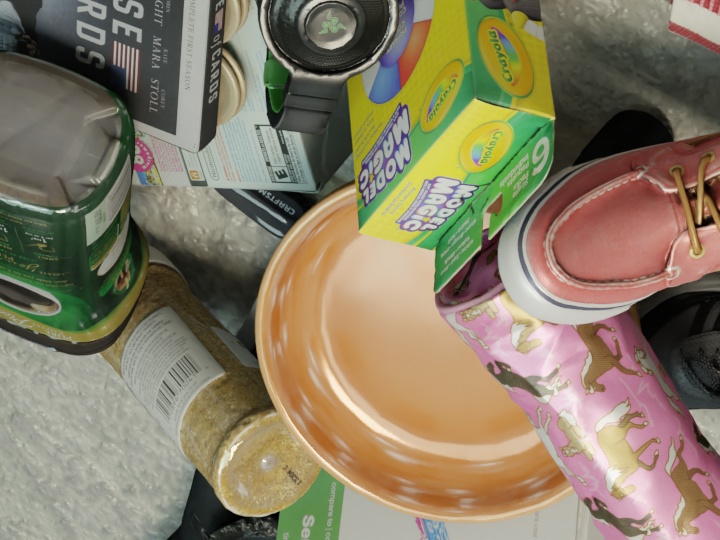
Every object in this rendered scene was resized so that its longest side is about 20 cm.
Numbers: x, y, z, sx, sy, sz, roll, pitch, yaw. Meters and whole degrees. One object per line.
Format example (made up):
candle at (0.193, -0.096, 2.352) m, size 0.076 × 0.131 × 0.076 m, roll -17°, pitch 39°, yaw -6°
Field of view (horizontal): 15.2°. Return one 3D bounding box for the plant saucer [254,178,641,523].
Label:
plant saucer at (0.046, 0.034, 1.363) m, size 0.199 × 0.037 × 0.201 m, roll 6°, pitch 118°, yaw 12°

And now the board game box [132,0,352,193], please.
board game box at (-0.112, -0.120, 1.440) m, size 0.199 × 0.064 × 0.148 m, roll 4°, pitch 125°, yaw 29°

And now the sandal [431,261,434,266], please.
sandal at (0.051, 0.038, 1.451) m, size 0.079 × 0.059 × 0.207 m, roll 14°, pitch 138°, yaw -4°

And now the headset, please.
headset at (-0.029, -0.153, 1.264) m, size 0.093 × 0.124 × 0.200 m, roll 7°, pitch 141°, yaw -11°

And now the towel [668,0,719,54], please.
towel at (0.230, -0.158, 1.220) m, size 0.144 × 0.023 × 0.200 m, roll 27°, pitch 136°, yaw 9°

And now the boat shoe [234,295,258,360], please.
boat shoe at (-0.024, 0.047, 1.513) m, size 0.200 × 0.066 × 0.070 m, roll -52°, pitch 48°, yaw 49°

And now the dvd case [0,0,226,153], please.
dvd case at (-0.159, -0.156, 1.360) m, size 0.199 × 0.025 × 0.151 m, roll 23°, pitch 133°, yaw 18°

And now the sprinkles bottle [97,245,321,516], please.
sprinkles bottle at (-0.094, 0.058, 1.498) m, size 0.200 × 0.068 × 0.068 m, roll 44°, pitch 150°, yaw 48°

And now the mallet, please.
mallet at (0.089, -0.033, 1.406) m, size 0.041 × 0.066 × 0.200 m, roll 49°, pitch 150°, yaw -12°

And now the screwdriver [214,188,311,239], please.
screwdriver at (0.000, 0.000, 1.489) m, size 0.200 × 0.029 × 0.028 m, roll 37°, pitch 136°, yaw 3°

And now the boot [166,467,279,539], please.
boot at (-0.038, 0.201, 1.637) m, size 0.200 × 0.076 × 0.168 m, roll 40°, pitch 140°, yaw 8°

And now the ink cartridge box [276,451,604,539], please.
ink cartridge box at (0.074, 0.159, 1.482) m, size 0.199 × 0.084 × 0.145 m, roll -5°, pitch 159°, yaw 35°

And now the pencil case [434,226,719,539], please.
pencil case at (0.118, 0.066, 1.287) m, size 0.200 × 0.083 × 0.086 m, roll 54°, pitch 156°, yaw -14°

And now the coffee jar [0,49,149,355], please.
coffee jar at (-0.167, -0.030, 1.420) m, size 0.104 × 0.086 × 0.200 m, roll 22°, pitch 157°, yaw 8°

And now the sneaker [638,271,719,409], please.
sneaker at (0.194, 0.051, 1.343) m, size 0.199 × 0.114 × 0.076 m, roll -17°, pitch 114°, yaw 40°

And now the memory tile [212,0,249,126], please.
memory tile at (-0.144, -0.160, 1.376) m, size 0.199 × 0.017 × 0.154 m, roll 18°, pitch 131°, yaw 21°

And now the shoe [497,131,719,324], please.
shoe at (0.160, -0.034, 1.232) m, size 0.091 × 0.199 × 0.072 m, roll -25°, pitch 85°, yaw 56°

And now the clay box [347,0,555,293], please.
clay box at (0.038, -0.102, 1.269) m, size 0.047 × 0.201 × 0.115 m, roll 14°, pitch 142°, yaw -24°
